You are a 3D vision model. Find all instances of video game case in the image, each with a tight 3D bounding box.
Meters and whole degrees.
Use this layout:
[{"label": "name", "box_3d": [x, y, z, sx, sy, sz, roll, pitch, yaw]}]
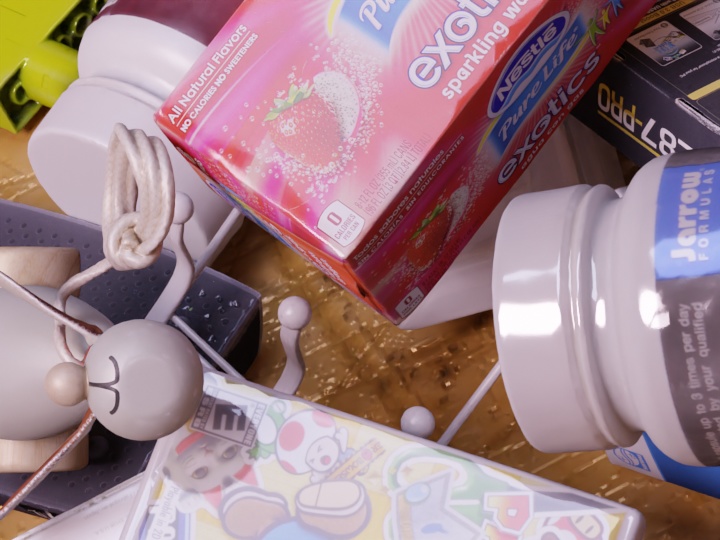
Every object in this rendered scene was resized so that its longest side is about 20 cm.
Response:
[{"label": "video game case", "box_3d": [-0.015, 0.153, 1.070, 0.182, 0.023, 0.200, 17, 77, 15]}]

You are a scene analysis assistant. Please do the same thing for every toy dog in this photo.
[{"label": "toy dog", "box_3d": [-0.134, 0.034, 1.125, 0.096, 0.200, 0.132, -5, 72, -22]}]

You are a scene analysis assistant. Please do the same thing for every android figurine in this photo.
[{"label": "android figurine", "box_3d": [-0.176, -0.135, 1.451, 0.200, 0.041, 0.182, 22, 64, 36]}]

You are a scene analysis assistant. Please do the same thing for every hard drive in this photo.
[{"label": "hard drive", "box_3d": [-0.146, 0.040, 1.285, 0.200, 0.042, 0.135, 17, 61, 33]}]

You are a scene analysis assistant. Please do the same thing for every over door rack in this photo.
[{"label": "over door rack", "box_3d": [0.000, 0.000, 1.174, 0.148, 0.067, 0.200, 41, 95, 20]}]

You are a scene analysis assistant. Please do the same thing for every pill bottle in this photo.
[{"label": "pill bottle", "box_3d": [-0.054, -0.103, 1.315, 0.114, 0.114, 0.200, 16, 61, 34]}, {"label": "pill bottle", "box_3d": [0.155, 0.010, 1.040, 0.200, 0.114, 0.114, -6, 50, 19]}]

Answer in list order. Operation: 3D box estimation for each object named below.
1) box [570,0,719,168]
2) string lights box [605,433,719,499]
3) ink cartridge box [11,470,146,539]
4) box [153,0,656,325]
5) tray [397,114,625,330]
[{"label": "box", "box_3d": [0.189, -0.093, 1.190, 0.200, 0.049, 0.161, -25, 43, -27]}, {"label": "string lights box", "box_3d": [0.195, 0.047, 1.110, 0.200, 0.059, 0.103, 17, 60, 35]}, {"label": "ink cartridge box", "box_3d": [-0.055, 0.176, 1.110, 0.109, 0.050, 0.200, -27, 71, 2]}, {"label": "box", "box_3d": [0.028, -0.093, 1.116, 0.100, 0.095, 0.200, 37, 85, 21]}, {"label": "tray", "box_3d": [0.041, -0.083, 1.231, 0.107, 0.022, 0.200, -15, 75, 2]}]
